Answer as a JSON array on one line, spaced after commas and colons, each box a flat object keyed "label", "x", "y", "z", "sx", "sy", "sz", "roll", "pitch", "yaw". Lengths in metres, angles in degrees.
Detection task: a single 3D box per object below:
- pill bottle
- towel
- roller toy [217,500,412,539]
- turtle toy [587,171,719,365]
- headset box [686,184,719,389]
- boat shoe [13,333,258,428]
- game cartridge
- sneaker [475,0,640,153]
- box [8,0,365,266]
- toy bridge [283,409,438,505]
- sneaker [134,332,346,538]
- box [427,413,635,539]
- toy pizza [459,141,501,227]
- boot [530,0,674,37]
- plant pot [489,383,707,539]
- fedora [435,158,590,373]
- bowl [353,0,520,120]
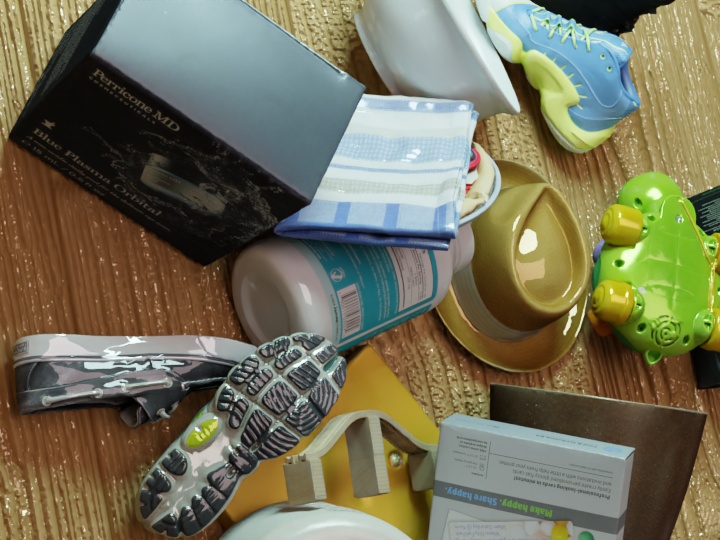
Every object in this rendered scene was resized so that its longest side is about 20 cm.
[{"label": "pill bottle", "x": 0.000, "y": 0.000, "z": 1.340, "sx": 0.199, "sy": 0.111, "sz": 0.111, "roll": -23, "pitch": 89, "yaw": -34}, {"label": "towel", "x": 0.016, "y": -0.085, "z": 1.292, "sx": 0.146, "sy": 0.024, "sz": 0.201, "roll": 4, "pitch": 37, "yaw": 6}, {"label": "roller toy", "x": -0.032, "y": 0.265, "z": 1.206, "sx": 0.182, "sy": 0.140, "sz": 0.201, "roll": -36, "pitch": 98, "yaw": -16}, {"label": "turtle toy", "x": 0.276, "y": -0.004, "z": 1.509, "sx": 0.145, "sy": 0.101, "sz": 0.201, "roll": 16, "pitch": 67, "yaw": -14}, {"label": "headset box", "x": 0.394, "y": 0.012, "z": 1.534, "sx": 0.092, "sy": 0.174, "sz": 0.202, "roll": -2, "pitch": 77, "yaw": -30}, {"label": "boat shoe", "x": -0.167, "y": 0.088, "z": 1.239, "sx": 0.199, "sy": 0.072, "sz": 0.068, "roll": 3, "pitch": 73, "yaw": -27}, {"label": "game cartridge", "x": -0.006, "y": 0.190, "z": 1.334, "sx": 0.200, "sy": 0.032, "sz": 0.177, "roll": -43, "pitch": 100, "yaw": -30}, {"label": "sneaker", "x": 0.193, "y": -0.213, "z": 1.512, "sx": 0.201, "sy": 0.105, "sz": 0.076, "roll": 55, "pitch": 26, "yaw": -15}, {"label": "box", "x": -0.137, "y": -0.121, "z": 1.239, "sx": 0.196, "sy": 0.200, "sz": 0.118, "roll": 34, "pitch": 62, "yaw": -18}, {"label": "toy bridge", "x": 0.006, "y": 0.145, "z": 1.273, "sx": 0.199, "sy": 0.027, "sz": 0.068, "roll": 5, "pitch": 73, "yaw": -57}, {"label": "sneaker", "x": -0.098, "y": 0.120, "z": 1.237, "sx": 0.200, "sy": 0.080, "sz": 0.078, "roll": -41, "pitch": 97, "yaw": -9}, {"label": "box", "x": 0.130, "y": 0.229, "z": 1.295, "sx": 0.041, "sy": 0.155, "sz": 0.202, "roll": -17, "pitch": 115, "yaw": -66}, {"label": "toy pizza", "x": 0.018, "y": -0.086, "z": 1.342, "sx": 0.199, "sy": 0.200, "sz": 0.032, "roll": -23, "pitch": 129, "yaw": -33}, {"label": "boot", "x": 0.206, "y": -0.298, "z": 1.515, "sx": 0.073, "sy": 0.162, "sz": 0.199, "roll": -42, "pitch": 98, "yaw": -31}, {"label": "plant pot", "x": 0.189, "y": 0.208, "z": 1.371, "sx": 0.186, "sy": 0.187, "sz": 0.202, "roll": 10, "pitch": 86, "yaw": -28}, {"label": "fedora", "x": 0.149, "y": -0.012, "z": 1.448, "sx": 0.199, "sy": 0.082, "sz": 0.202, "roll": 9, "pitch": 71, "yaw": -29}, {"label": "bowl", "x": 0.056, "y": -0.206, "z": 1.419, "sx": 0.202, "sy": 0.090, "sz": 0.201, "roll": 57, "pitch": 12, "yaw": -20}]
